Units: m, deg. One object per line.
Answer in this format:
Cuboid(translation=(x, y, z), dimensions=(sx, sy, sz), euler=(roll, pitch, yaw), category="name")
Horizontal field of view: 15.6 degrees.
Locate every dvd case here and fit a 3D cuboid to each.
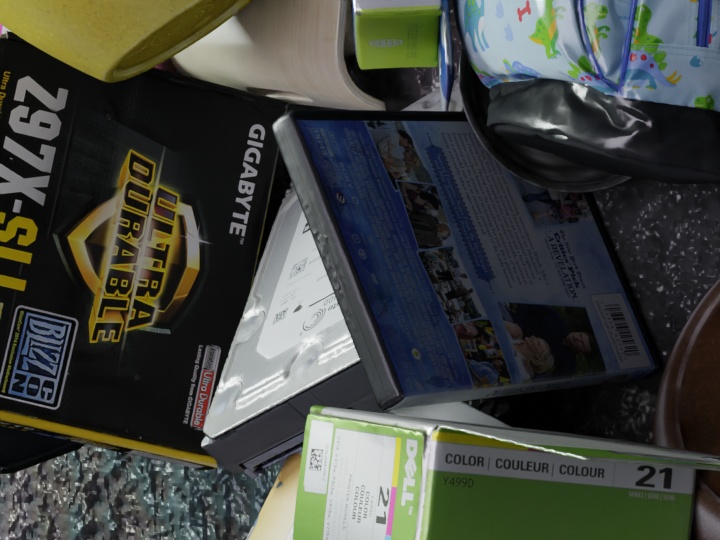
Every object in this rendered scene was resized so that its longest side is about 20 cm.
Cuboid(translation=(0.053, -0.009, 1.225), dimensions=(0.018, 0.200, 0.143), euler=(-34, 71, 37), category="dvd case")

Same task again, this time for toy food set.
Cuboid(translation=(-0.031, -0.187, 1.384), dimensions=(0.143, 0.060, 0.200), euler=(10, 97, 48), category="toy food set")

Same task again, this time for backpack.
Cuboid(translation=(0.110, -0.150, 1.158), dimensions=(0.163, 0.154, 0.200), euler=(22, 95, 70), category="backpack")

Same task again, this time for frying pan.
Cuboid(translation=(0.087, -0.129, 1.251), dimensions=(0.115, 0.031, 0.190), euler=(-25, 98, -7), category="frying pan")

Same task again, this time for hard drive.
Cuboid(translation=(0.000, 0.000, 1.291), dimensions=(0.140, 0.038, 0.200), euler=(-29, 30, 37), category="hard drive")

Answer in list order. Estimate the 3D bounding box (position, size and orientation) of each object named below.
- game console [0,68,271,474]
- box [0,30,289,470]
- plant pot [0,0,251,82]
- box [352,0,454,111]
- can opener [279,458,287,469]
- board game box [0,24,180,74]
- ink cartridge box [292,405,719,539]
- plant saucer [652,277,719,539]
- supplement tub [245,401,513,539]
Cuboid(translation=(-0.163, -0.017, 1.457), dimensions=(0.200, 0.176, 0.116), euler=(61, 153, 20), category="game console")
Cuboid(translation=(-0.135, -0.009, 1.374), dimensions=(0.049, 0.159, 0.200), euler=(148, 135, -74), category="box")
Cuboid(translation=(-0.124, -0.181, 1.323), dimensions=(0.200, 0.200, 0.142), euler=(-36, 86, 34), category="plant pot")
Cuboid(translation=(0.017, -0.182, 1.236), dimensions=(0.048, 0.122, 0.200), euler=(-2, 82, 1), category="box")
Cuboid(translation=(-0.012, 0.094, 1.376), dimensions=(0.066, 0.053, 0.200), euler=(-16, 83, 41), category="can opener")
Cuboid(translation=(-0.193, -0.059, 1.444), dimensions=(0.153, 0.040, 0.200), euler=(13, 78, 15), category="board game box")
Cuboid(translation=(0.085, 0.107, 1.109), dimensions=(0.200, 0.148, 0.076), euler=(5, 87, 57), category="ink cartridge box")
Cuboid(translation=(0.208, 0.049, 1.153), dimensions=(0.200, 0.032, 0.200), euler=(-22, 50, 29), category="plant saucer")
Cuboid(translation=(0.011, 0.158, 1.277), dimensions=(0.145, 0.145, 0.200), euler=(24, 85, 35), category="supplement tub")
